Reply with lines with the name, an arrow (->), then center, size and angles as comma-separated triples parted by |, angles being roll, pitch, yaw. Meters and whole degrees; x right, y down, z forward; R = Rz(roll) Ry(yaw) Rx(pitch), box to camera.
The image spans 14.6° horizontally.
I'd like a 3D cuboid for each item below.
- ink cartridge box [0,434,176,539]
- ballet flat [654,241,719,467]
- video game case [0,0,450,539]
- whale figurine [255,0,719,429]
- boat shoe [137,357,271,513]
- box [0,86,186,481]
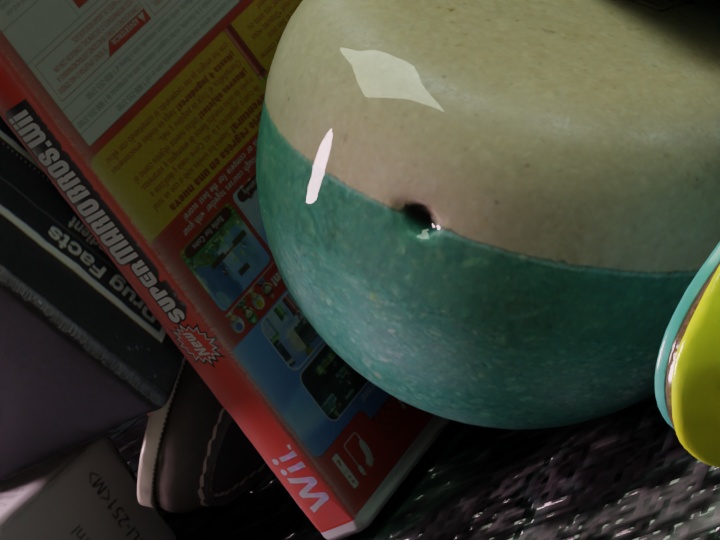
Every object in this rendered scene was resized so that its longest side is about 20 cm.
ink cartridge box -> -0.171, 0.114, 0.805 | 0.174, 0.044, 0.200 | -43, 20, -31
ballet flat -> 0.150, -0.021, 0.604 | 0.200, 0.067, 0.067 | -38, 39, -25
video game case -> -0.029, -0.048, 0.741 | 0.017, 0.200, 0.143 | -25, 16, 43
whale figurine -> 0.052, -0.025, 0.725 | 0.159, 0.104, 0.200 | 22, 23, 17
boat shoe -> 0.000, 0.000, 0.795 | 0.057, 0.067, 0.200 | 18, 42, 13
box -> -0.128, -0.078, 0.759 | 0.123, 0.200, 0.199 | -26, 34, 43
